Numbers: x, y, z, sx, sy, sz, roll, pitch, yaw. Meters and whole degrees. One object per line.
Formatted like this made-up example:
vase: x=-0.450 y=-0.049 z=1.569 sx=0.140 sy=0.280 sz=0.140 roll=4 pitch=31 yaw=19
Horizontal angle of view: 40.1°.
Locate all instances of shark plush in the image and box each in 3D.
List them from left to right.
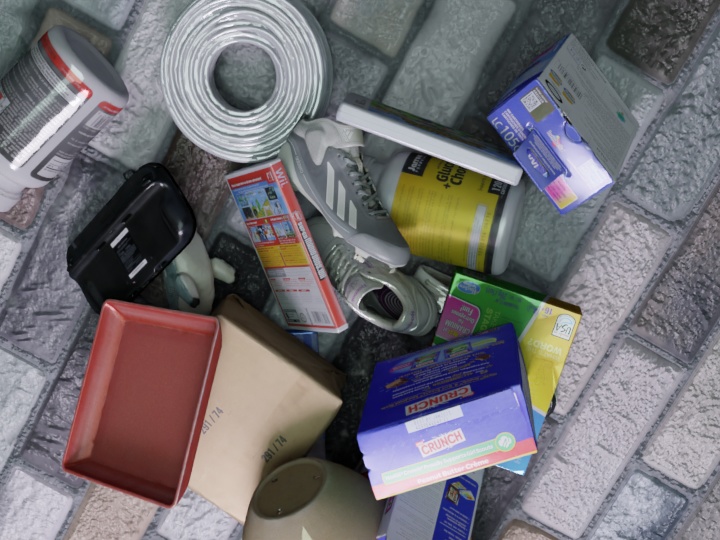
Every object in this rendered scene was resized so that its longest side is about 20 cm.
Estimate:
shark plush: x=-0.236 y=-0.021 z=1.171 sx=0.083 sy=0.091 sz=0.201 roll=-24 pitch=107 yaw=37

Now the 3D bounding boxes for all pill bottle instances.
pill bottle: x=-0.368 y=-0.168 z=1.116 sx=0.199 sy=0.116 sz=0.116 roll=-41 pitch=98 yaw=9
pill bottle: x=0.080 y=-0.071 z=1.115 sx=0.197 sy=0.112 sz=0.114 roll=14 pitch=103 yaw=12

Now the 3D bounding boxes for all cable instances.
cable: x=-0.128 y=-0.223 z=1.119 sx=0.199 sy=0.069 sz=0.200 roll=41 pitch=100 yaw=-7

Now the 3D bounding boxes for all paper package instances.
paper package: x=-0.142 y=0.165 z=1.162 sx=0.189 sy=0.104 sz=0.201 roll=35 pitch=100 yaw=-6

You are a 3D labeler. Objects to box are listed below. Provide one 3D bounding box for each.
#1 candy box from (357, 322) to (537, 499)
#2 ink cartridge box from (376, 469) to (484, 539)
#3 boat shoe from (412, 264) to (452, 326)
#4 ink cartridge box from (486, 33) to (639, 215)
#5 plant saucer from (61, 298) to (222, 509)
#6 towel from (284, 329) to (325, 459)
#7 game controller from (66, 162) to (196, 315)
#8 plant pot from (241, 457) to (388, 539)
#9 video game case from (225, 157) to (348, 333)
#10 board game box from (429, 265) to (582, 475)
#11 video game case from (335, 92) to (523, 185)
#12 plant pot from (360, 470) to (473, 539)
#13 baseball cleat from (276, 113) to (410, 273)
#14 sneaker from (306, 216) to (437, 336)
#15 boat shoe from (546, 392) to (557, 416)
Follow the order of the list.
candy box: x=0.091 y=0.138 z=1.015 sx=0.166 sy=0.200 sz=0.078 roll=-18 pitch=100 yaw=11
ink cartridge box: x=0.075 y=0.259 z=1.052 sx=0.094 sy=0.201 sz=0.037 roll=32 pitch=125 yaw=-7
boat shoe: x=0.151 y=0.045 z=1.170 sx=0.197 sy=0.071 sz=0.071 roll=20 pitch=106 yaw=4
ink cartridge box: x=0.216 y=-0.154 z=1.051 sx=0.076 sy=0.200 sz=0.137 roll=-34 pitch=100 yaw=34
plant saucer: x=-0.236 y=0.143 z=1.093 sx=0.197 sy=0.036 sz=0.204 roll=6 pitch=80 yaw=38
towel: x=-0.117 y=0.173 z=1.227 sx=0.144 sy=0.024 sz=0.204 roll=-2 pitch=102 yaw=2
game controller: x=-0.269 y=-0.032 z=1.147 sx=0.199 sy=0.042 sz=0.105 roll=-40 pitch=86 yaw=29
plant pot: x=-0.052 y=0.285 z=1.070 sx=0.197 sy=0.201 sz=0.136 roll=-22 pitch=116 yaw=7
video game case: x=-0.087 y=-0.025 z=1.131 sx=0.017 sy=0.142 sz=0.203 roll=-27 pitch=102 yaw=-25
board game box: x=0.149 y=0.114 z=1.127 sx=0.150 sy=0.040 sz=0.203 roll=17 pitch=104 yaw=3
video game case: x=0.073 y=-0.147 z=1.071 sx=0.197 sy=0.182 sz=0.022 roll=20 pitch=103 yaw=-2
plant pot: x=0.056 y=0.365 z=1.184 sx=0.197 sy=0.201 sz=0.178 roll=-21 pitch=115 yaw=6
baseball cleat: x=-0.010 y=-0.093 z=1.051 sx=0.199 sy=0.069 sz=0.107 roll=40 pitch=114 yaw=20
sneaker: x=0.000 y=0.000 z=1.130 sx=0.199 sy=0.099 sz=0.076 roll=37 pitch=106 yaw=20
boat shoe: x=0.144 y=0.154 z=1.191 sx=0.196 sy=0.066 sz=0.076 roll=14 pitch=103 yaw=-1
